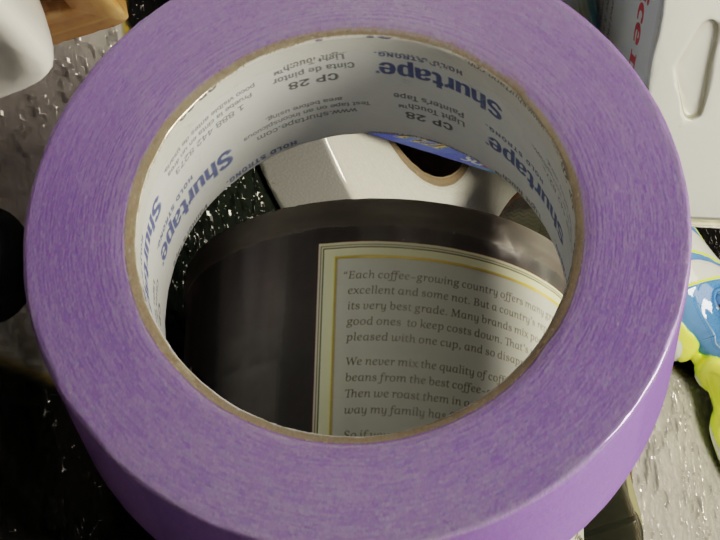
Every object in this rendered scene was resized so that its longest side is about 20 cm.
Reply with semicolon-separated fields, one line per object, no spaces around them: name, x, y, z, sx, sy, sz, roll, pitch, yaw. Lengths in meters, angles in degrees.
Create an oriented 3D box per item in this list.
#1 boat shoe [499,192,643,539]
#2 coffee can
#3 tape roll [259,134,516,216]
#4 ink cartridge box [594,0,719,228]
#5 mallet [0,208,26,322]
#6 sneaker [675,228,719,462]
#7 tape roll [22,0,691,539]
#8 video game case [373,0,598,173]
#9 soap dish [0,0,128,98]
boat shoe;0.090;0.052;0.931;0.074;0.075;0.201;-73;160;-63
coffee can;0.006;0.097;0.698;0.146;0.146;0.201;36;48;-49
tape roll;0.010;-0.085;0.899;0.203;0.037;0.204;35;48;-50
ink cartridge box;0.147;-0.126;0.919;0.200;0.087;0.146;-100;-165;-63
mallet;-0.113;0.076;0.619;0.066;0.041;0.201;-24;103;-63
sneaker;0.234;0.038;1.166;0.201;0.105;0.076;60;33;-28
tape roll;0.000;0.000;0.628;0.066;0.199;0.201;80;10;-65
video game case;0.028;-0.144;0.843;0.199;0.045;0.183;13;73;-48
soap dish;-0.167;-0.108;0.454;0.200;0.156;0.082;49;36;-50
